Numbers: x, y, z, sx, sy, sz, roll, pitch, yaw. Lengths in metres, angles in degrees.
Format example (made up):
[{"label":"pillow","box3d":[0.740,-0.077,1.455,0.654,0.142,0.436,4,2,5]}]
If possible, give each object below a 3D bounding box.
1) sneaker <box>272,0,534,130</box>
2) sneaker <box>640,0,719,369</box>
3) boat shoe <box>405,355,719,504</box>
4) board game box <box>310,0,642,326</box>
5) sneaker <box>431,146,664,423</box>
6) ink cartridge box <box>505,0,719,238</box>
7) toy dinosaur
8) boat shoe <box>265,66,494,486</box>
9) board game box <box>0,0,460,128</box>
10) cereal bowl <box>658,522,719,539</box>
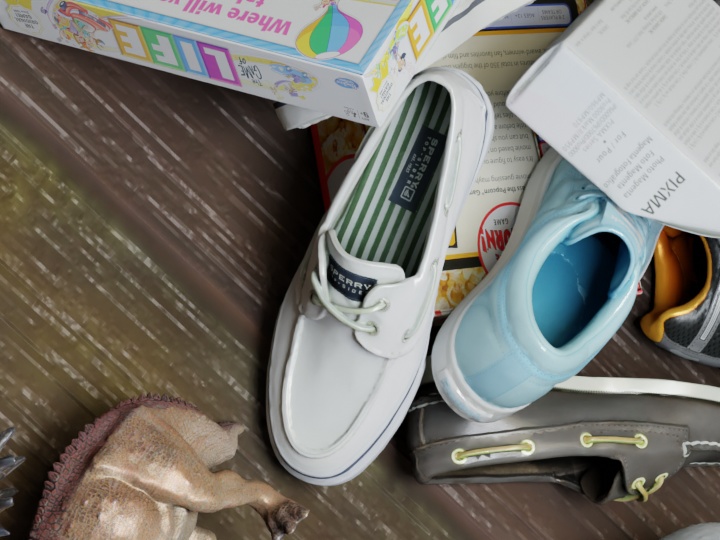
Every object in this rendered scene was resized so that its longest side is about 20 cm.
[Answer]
[{"label":"sneaker","box3d":[0.020,-0.133,1.285,0.200,0.078,0.080,-35,102,-41]},{"label":"sneaker","box3d":[0.183,-0.046,1.427,0.077,0.078,0.201,6,77,-26]},{"label":"boat shoe","box3d":[0.112,0.083,1.356,0.201,0.072,0.061,8,72,-23]},{"label":"board game box","box3d":[0.049,-0.076,1.364,0.151,0.046,0.201,-5,82,-34]},{"label":"sneaker","box3d":[0.111,-0.010,1.305,0.074,0.082,0.200,44,53,-16]},{"label":"ink cartridge box","box3d":[0.177,-0.053,1.330,0.200,0.057,0.163,46,31,-1]},{"label":"toy dinosaur","box3d":[-0.112,0.103,1.203,0.136,0.086,0.200,45,54,-9]},{"label":"boat shoe","box3d":[0.000,0.000,1.266,0.073,0.067,0.201,17,91,15]},{"label":"board game box","box3d":[-0.049,-0.144,1.239,0.135,0.200,0.034,-57,149,-28]},{"label":"cereal bowl","box3d":[0.213,0.196,1.317,0.083,0.200,0.200,-38,106,13]}]
